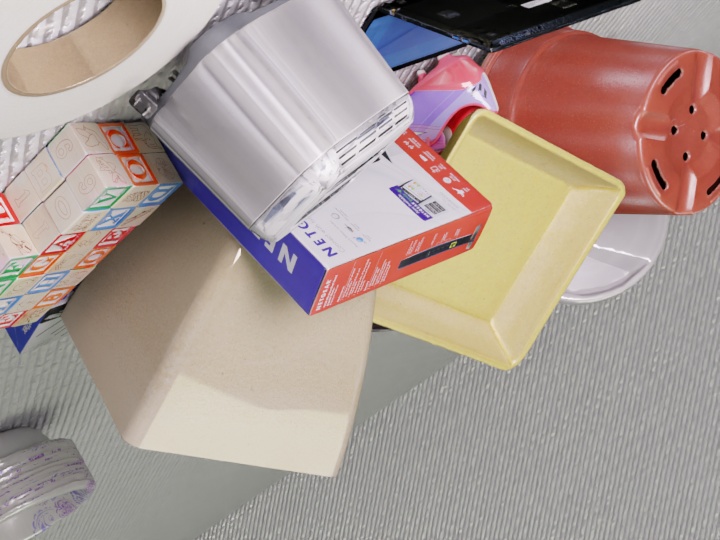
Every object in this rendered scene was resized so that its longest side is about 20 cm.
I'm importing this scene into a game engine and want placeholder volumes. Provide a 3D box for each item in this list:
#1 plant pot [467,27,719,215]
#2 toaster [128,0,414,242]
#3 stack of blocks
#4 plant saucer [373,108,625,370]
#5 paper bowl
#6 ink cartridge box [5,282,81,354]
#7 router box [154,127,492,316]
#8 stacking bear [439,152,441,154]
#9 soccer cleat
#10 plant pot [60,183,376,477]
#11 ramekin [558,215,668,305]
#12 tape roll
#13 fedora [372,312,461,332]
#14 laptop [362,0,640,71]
[{"bbox_3d":[0.238,-0.135,1.323,0.200,0.202,0.195,-24,-158,-33],"label":"plant pot"},{"bbox_3d":[-0.053,-0.108,0.959,0.114,0.129,0.200,-43,179,36],"label":"toaster"},{"bbox_3d":[-0.242,-0.029,1.053,0.200,0.059,0.115,-39,166,29],"label":"stack of blocks"},{"bbox_3d":[0.107,-0.028,1.213,0.199,0.048,0.201,21,104,-39],"label":"plant saucer"},{"bbox_3d":[-0.420,0.259,1.644,0.200,0.105,0.201,-31,169,-7],"label":"paper bowl"},{"bbox_3d":[-0.222,0.007,1.279,0.200,0.044,0.094,-24,166,-38],"label":"ink cartridge box"},{"bbox_3d":[-0.029,-0.071,1.075,0.179,0.200,0.049,-22,147,-41],"label":"router box"},{"bbox_3d":[0.036,-0.077,1.468,0.200,0.114,0.121,-35,169,-11],"label":"stacking bear"},{"bbox_3d":[0.043,-0.127,1.340,0.200,0.077,0.067,-39,167,26],"label":"soccer cleat"},{"bbox_3d":[-0.099,0.028,1.148,0.199,0.200,0.178,15,111,-35],"label":"plant pot"},{"bbox_3d":[0.219,-0.056,1.496,0.202,0.203,0.094,-30,173,-12],"label":"ramekin"},{"bbox_3d":[-0.169,-0.148,0.817,0.202,0.037,0.203,-31,169,-7],"label":"tape roll"},{"bbox_3d":[0.000,0.000,1.315,0.176,0.091,0.200,-11,-172,-33],"label":"fedora"},{"bbox_3d":[0.097,-0.187,1.166,0.177,0.200,0.104,-25,128,-35],"label":"laptop"}]
